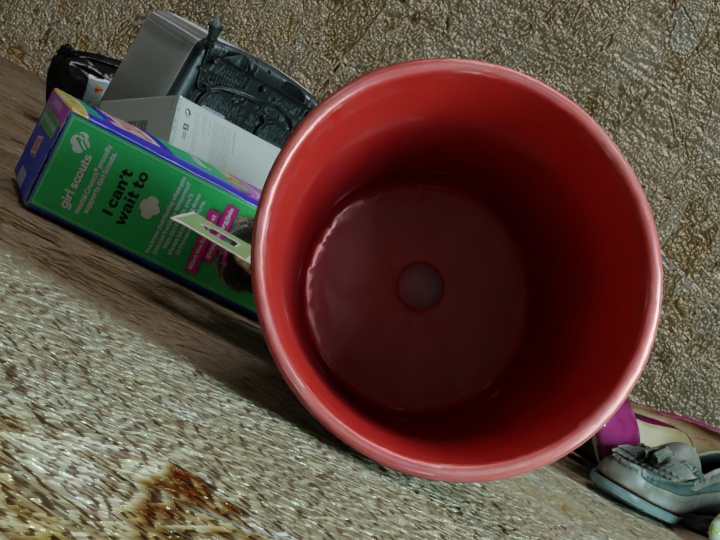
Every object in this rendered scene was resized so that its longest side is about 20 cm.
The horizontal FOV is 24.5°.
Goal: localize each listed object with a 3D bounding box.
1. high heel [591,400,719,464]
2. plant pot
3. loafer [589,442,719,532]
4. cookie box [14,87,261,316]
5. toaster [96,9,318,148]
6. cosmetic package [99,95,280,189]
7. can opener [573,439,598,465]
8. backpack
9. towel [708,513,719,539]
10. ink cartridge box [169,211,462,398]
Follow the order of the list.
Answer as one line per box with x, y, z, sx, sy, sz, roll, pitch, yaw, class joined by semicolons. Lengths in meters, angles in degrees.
0.240;0.127;1.306;0.095;0.068;0.200;-15;-18;19;high heel
0.039;0.006;0.856;0.199;0.202;0.177;27;-7;-2;plant pot
0.231;0.150;1.240;0.072;0.063;0.200;30;3;32;loafer
-0.137;-0.047;1.167;0.199;0.076;0.171;26;4;-18;cookie box
-0.155;-0.148;1.653;0.180;0.201;0.118;24;8;-46;toaster
-0.138;-0.084;1.493;0.107;0.086;0.199;0;-17;40;cosmetic package
0.161;0.117;1.305;0.066;0.053;0.200;30;3;22;can opener
-0.292;-0.199;2.099;0.198;0.156;0.163;3;8;-19;backpack
0.352;0.226;1.202;0.199;0.048;0.171;28;2;18;towel
-0.031;0.032;1.011;0.199;0.048;0.146;27;2;-2;ink cartridge box
